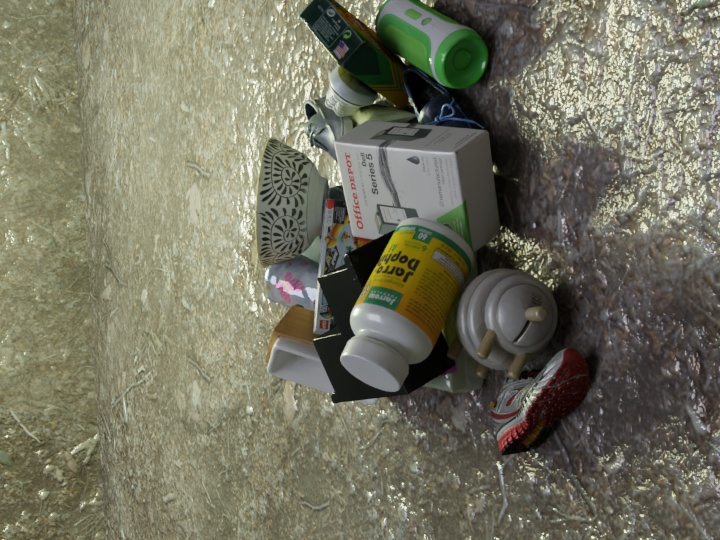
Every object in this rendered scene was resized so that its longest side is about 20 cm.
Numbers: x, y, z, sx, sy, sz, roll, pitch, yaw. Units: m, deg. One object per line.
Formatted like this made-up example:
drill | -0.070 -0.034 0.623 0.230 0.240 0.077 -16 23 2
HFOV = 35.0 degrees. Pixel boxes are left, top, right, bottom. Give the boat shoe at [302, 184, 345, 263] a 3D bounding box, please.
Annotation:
boat shoe | -0.041 -0.061 1.877 0.074 0.086 0.203 38 126 25

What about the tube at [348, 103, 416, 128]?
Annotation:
tube | 0.023 -0.226 1.712 0.058 0.052 0.200 -52 15 -3

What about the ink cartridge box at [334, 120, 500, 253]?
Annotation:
ink cartridge box | 0.075 -0.112 1.511 0.199 0.084 0.147 10 123 37

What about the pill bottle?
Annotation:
pill bottle | 0.055 0.044 1.423 0.113 0.112 0.201 -19 38 61

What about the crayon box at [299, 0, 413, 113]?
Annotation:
crayon box | 0.012 -0.311 1.654 0.051 0.199 0.127 -45 57 14

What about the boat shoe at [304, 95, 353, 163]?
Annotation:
boat shoe | -0.052 -0.213 1.766 0.201 0.071 0.071 -108 15 -58

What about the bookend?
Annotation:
bookend | 0.006 0.069 1.573 0.199 0.092 0.200 -18 97 57

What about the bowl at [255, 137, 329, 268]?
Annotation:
bowl | -0.099 -0.101 1.768 0.201 0.093 0.203 5 -90 -85

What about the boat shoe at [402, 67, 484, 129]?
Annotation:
boat shoe | 0.104 -0.206 1.565 0.084 0.068 0.200 -48 44 11

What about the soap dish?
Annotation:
soap dish | -0.043 0.130 1.764 0.158 0.198 0.082 112 174 -66

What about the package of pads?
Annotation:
package of pads | 0.105 0.066 1.622 0.154 0.068 0.203 0 93 61

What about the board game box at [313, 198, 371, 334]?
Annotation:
board game box | 0.000 0.000 1.707 0.035 0.125 0.202 128 147 -75

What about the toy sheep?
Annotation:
toy sheep | 0.179 0.063 1.413 0.200 0.136 0.140 175 92 -67

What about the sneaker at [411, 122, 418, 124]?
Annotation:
sneaker | 0.025 -0.170 1.724 0.200 0.089 0.079 -38 59 58

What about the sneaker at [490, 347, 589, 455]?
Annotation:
sneaker | 0.211 0.152 1.415 0.201 0.077 0.083 -58 44 47

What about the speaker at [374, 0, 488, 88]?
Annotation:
speaker | 0.096 -0.318 1.581 0.200 0.088 0.089 46 132 51

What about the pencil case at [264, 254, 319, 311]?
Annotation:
pencil case | -0.056 0.033 1.816 0.198 0.083 0.092 17 96 25

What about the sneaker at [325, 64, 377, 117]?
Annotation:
sneaker | -0.017 -0.255 1.669 0.073 0.200 0.071 45 105 1
